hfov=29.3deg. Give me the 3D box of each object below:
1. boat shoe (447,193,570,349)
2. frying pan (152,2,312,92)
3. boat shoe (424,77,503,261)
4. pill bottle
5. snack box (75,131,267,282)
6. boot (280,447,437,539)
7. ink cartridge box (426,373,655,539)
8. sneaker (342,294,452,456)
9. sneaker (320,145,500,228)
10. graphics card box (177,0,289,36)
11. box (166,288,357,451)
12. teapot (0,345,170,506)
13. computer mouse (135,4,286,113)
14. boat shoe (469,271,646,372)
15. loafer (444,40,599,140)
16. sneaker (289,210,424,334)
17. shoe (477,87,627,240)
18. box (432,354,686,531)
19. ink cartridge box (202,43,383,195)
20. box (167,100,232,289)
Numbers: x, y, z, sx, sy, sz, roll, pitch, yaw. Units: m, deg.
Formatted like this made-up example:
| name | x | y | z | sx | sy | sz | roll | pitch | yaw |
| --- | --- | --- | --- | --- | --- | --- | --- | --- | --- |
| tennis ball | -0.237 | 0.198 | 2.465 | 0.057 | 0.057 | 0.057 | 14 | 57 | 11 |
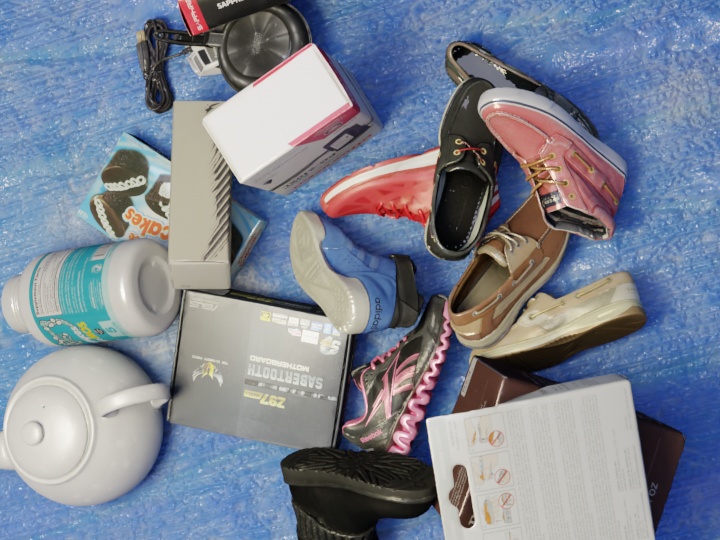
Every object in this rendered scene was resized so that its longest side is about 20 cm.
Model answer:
| name | x | y | z | sx | sy | sz | roll | pitch | yaw |
| --- | --- | --- | --- | --- | --- | --- | --- | --- | --- |
| boat shoe | 0.160 | -0.011 | 1.479 | 0.076 | 0.072 | 0.200 | 21 | 73 | 38 |
| frying pan | -0.141 | -0.271 | 1.559 | 0.190 | 0.031 | 0.115 | 33 | 95 | 15 |
| boat shoe | 0.116 | -0.109 | 1.467 | 0.073 | 0.063 | 0.202 | 13 | 86 | -7 |
| pill bottle | -0.313 | 0.028 | 1.573 | 0.199 | 0.111 | 0.111 | -7 | 86 | 29 |
| snack box | -0.221 | -0.060 | 1.605 | 0.200 | 0.037 | 0.116 | 33 | 95 | 12 |
| boot | 0.008 | 0.278 | 1.475 | 0.211 | 0.079 | 0.159 | 2 | 107 | 44 |
| ink cartridge box | 0.169 | 0.195 | 1.304 | 0.199 | 0.047 | 0.161 | -10 | 95 | -3 |
| sneaker | 0.040 | 0.114 | 1.517 | 0.095 | 0.079 | 0.201 | 22 | 91 | 7 |
| sneaker | 0.060 | -0.066 | 1.525 | 0.199 | 0.078 | 0.116 | -19 | 82 | 12 |
| graphics card box | -0.104 | -0.337 | 1.545 | 0.199 | 0.126 | 0.051 | -17 | 120 | 9 |
| box | -0.110 | 0.110 | 1.548 | 0.199 | 0.051 | 0.159 | 11 | 101 | 9 |
| teapot | -0.326 | 0.176 | 1.550 | 0.197 | 0.146 | 0.201 | 27 | 97 | 20 |
| computer mouse | -0.166 | -0.260 | 1.602 | 0.199 | 0.044 | 0.110 | -14 | 80 | 17 |
| boat shoe | 0.208 | 0.059 | 1.493 | 0.199 | 0.072 | 0.065 | -22 | 61 | 19 |
| loafer | 0.172 | -0.185 | 1.512 | 0.200 | 0.063 | 0.072 | 36 | 95 | 12 |
| sneaker | 0.000 | 0.001 | 1.528 | 0.111 | 0.200 | 0.077 | 1 | 120 | -27 |
| shoe | 0.200 | -0.109 | 1.444 | 0.071 | 0.200 | 0.091 | -24 | 45 | 49 |
| box | 0.195 | 0.202 | 1.411 | 0.199 | 0.164 | 0.167 | 18 | 92 | -8 |
| ink cartridge box | -0.067 | -0.159 | 1.495 | 0.144 | 0.200 | 0.085 | -33 | 84 | 9 |
| box | -0.177 | -0.085 | 1.531 | 0.068 | 0.082 | 0.201 | 0 | 68 | -4 |
